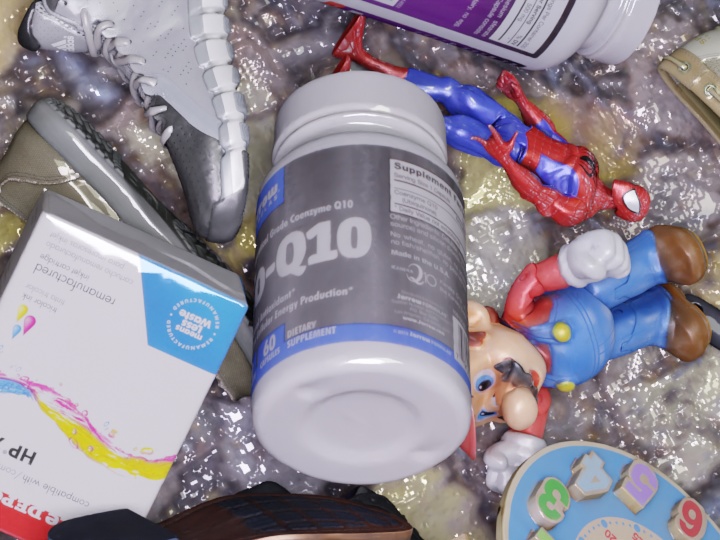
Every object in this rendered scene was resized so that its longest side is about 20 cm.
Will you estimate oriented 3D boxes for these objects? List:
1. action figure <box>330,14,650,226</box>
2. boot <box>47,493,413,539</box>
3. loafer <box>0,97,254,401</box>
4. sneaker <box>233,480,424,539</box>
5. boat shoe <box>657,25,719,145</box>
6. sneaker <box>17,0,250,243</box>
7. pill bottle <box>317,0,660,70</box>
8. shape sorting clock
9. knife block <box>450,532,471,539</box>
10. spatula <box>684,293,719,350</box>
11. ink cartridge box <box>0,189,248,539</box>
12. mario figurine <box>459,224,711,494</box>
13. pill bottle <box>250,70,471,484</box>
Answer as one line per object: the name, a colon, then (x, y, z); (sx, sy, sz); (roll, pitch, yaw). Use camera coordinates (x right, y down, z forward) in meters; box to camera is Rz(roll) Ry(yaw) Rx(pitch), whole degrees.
action figure: (0.077, -0.078, 1.400); (0.200, 0.052, 0.066); (28, 40, -13)
boot: (-0.067, 0.168, 1.246); (0.199, 0.075, 0.097); (-2, 103, -28)
loafer: (-0.121, -0.001, 1.327); (0.070, 0.075, 0.200); (-41, 95, 6)
sneaker: (0.021, 0.159, 1.338); (0.199, 0.076, 0.088); (14, 61, -23)
boat shoe: (0.247, -0.050, 1.444); (0.063, 0.073, 0.201); (-29, 89, -9)
sneaker: (-0.126, -0.106, 1.342); (0.115, 0.075, 0.201); (-4, 72, -13)
pill bottle: (0.065, -0.180, 1.379); (0.199, 0.112, 0.113); (16, 77, -21)
shape sorting clock: (0.153, 0.178, 1.323); (0.200, 0.039, 0.201); (23, 47, -28)
knife block: (-0.038, 0.221, 1.261); (0.175, 0.064, 0.201); (11, 116, -18)
spatula: (0.265, 0.073, 1.453); (0.200, 0.021, 0.057); (36, 77, -8)
ink cartridge box: (-0.151, 0.075, 1.263); (0.116, 0.067, 0.201); (24, 99, -11)
mario figurine: (0.111, 0.052, 1.366); (0.200, 0.106, 0.124); (-24, 90, -21)
pill bottle: (0.000, 0.000, 1.303); (0.113, 0.114, 0.201); (11, 51, -15)
